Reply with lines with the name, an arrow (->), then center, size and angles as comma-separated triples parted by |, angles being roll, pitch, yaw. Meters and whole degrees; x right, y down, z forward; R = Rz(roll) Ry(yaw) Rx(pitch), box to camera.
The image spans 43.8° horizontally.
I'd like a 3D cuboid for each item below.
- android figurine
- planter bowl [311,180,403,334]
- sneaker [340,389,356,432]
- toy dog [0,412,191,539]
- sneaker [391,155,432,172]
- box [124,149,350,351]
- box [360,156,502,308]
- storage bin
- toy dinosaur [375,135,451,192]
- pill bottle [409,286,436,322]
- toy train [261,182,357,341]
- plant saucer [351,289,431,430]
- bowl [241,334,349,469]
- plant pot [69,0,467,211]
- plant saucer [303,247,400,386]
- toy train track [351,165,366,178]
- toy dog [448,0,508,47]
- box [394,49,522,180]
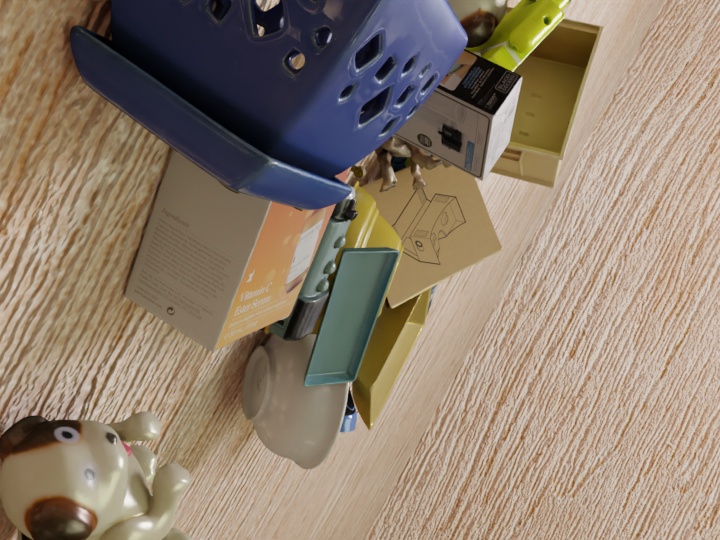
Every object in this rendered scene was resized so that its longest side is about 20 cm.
android figurine -> 0.163, -0.267, 1.074 | 0.200, 0.041, 0.182 | -45, -162, -15
planter bowl -> 0.000, 0.000, 1.083 | 0.200, 0.083, 0.202 | 20, 90, -89
sneaker -> -0.053, 0.147, 1.244 | 0.070, 0.200, 0.078 | 3, 111, -25
toy dog -> -0.249, 0.197, 0.785 | 0.193, 0.140, 0.201 | -15, 149, -14
sneaker -> 0.073, -0.145, 1.306 | 0.083, 0.070, 0.201 | -81, -171, -66
box -> -0.105, -0.051, 0.825 | 0.152, 0.106, 0.201 | -24, 141, -64
box -> 0.088, -0.062, 1.223 | 0.199, 0.164, 0.021 | -25, -174, -26
storage bin -> 0.197, -0.239, 1.197 | 0.094, 0.197, 0.201 | 70, 38, -68
toy dinosaur -> 0.048, -0.172, 1.072 | 0.086, 0.136, 0.200 | -27, 173, 31
pill bottle -> 0.060, 0.027, 1.436 | 0.120, 0.119, 0.201 | -46, 159, -41
toy train -> -0.075, -0.023, 0.950 | 0.085, 0.114, 0.201 | -25, 142, -64
plant saucer -> 0.039, 0.110, 1.295 | 0.201, 0.048, 0.200 | -61, 167, -23
bowl -> -0.096, 0.152, 1.155 | 0.201, 0.090, 0.203 | -37, -132, 56
plant pot -> -0.065, -0.157, 0.624 | 0.180, 0.199, 0.200 | -56, 165, 8
plant saucer -> -0.015, 0.053, 1.018 | 0.069, 0.019, 0.201 | -2, 128, -26
toy train track -> -0.022, -0.105, 1.119 | 0.115, 0.032, 0.201 | -39, 154, -52
toy dog -> 0.140, -0.353, 1.013 | 0.193, 0.139, 0.201 | -27, 144, -49
box -> 0.061, -0.188, 0.930 | 0.060, 0.199, 0.117 | -53, 164, -21
